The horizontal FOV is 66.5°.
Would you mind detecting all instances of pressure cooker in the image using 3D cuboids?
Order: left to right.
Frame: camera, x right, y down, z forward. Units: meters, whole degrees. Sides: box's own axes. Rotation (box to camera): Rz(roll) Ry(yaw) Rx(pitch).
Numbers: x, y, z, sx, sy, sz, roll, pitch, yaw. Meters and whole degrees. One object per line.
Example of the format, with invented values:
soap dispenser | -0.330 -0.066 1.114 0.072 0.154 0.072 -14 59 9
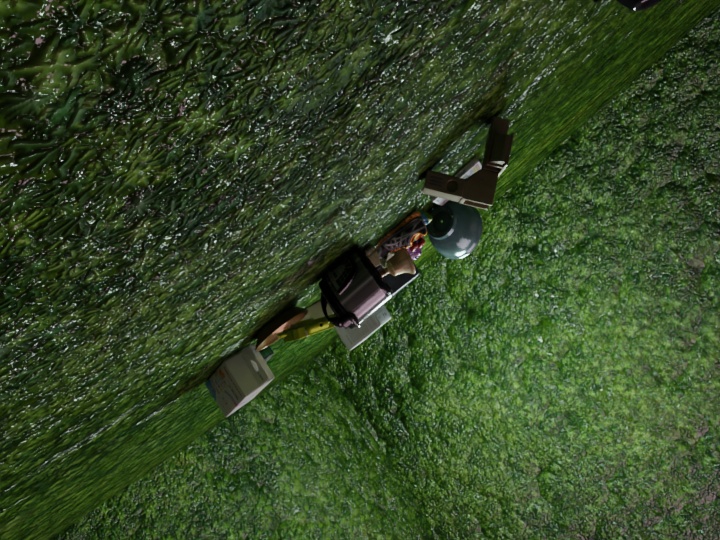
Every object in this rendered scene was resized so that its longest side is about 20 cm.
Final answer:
pressure cooker | -0.025 0.063 1.547 0.198 0.181 0.176 -38 176 4

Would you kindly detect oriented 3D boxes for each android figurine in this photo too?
android figurine | -0.152 0.168 1.626 0.193 0.043 0.181 -15 180 -19

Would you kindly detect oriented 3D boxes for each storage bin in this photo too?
storage bin | 0.137 0.007 2.168 0.198 0.136 0.146 -37 173 -13

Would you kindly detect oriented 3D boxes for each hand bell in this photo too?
hand bell | 0.070 0.010 1.767 0.195 0.106 0.104 -29 172 -9

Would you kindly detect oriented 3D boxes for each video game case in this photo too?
video game case | 0.305 -0.276 1.726 0.181 0.024 0.199 -41 171 15

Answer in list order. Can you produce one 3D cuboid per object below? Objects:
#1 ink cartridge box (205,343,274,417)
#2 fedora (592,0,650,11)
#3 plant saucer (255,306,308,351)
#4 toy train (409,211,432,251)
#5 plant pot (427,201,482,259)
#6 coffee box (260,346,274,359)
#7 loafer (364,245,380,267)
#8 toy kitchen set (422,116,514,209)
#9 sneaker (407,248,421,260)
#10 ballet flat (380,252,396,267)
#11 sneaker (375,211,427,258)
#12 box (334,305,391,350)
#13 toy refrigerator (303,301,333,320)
ink cartridge box | -0.369 0.334 1.694 0.124 0.130 0.200 -29 168 -46
fedora | 0.501 -0.517 0.938 0.198 0.093 0.201 -38 172 -6
plant saucer | -0.245 0.169 1.667 0.198 0.036 0.200 -39 172 -6
toy train | 0.201 -0.145 1.826 0.117 0.084 0.199 -56 166 26
plant pot | 0.307 -0.156 1.908 0.199 0.205 0.132 -40 145 26
coffee box | -0.396 0.349 1.981 0.122 0.044 0.200 -32 170 -44
loafer | 0.000 0.000 1.714 0.075 0.069 0.200 -32 170 -35
toy kitchen set | 0.257 -0.276 1.303 0.163 0.174 0.208 30 74 -85
sneaker | 0.170 -0.068 1.947 0.200 0.085 0.084 132 -28 -80
ballet flat | 0.095 -0.044 1.899 0.069 0.070 0.201 -34 167 -19
sneaker | 0.125 -0.096 1.719 0.199 0.078 0.078 -40 173 25
box | -0.012 0.166 2.142 0.169 0.203 0.198 -36 174 15
toy refrigerator | -0.142 0.155 1.956 0.076 0.071 0.199 -42 173 31
